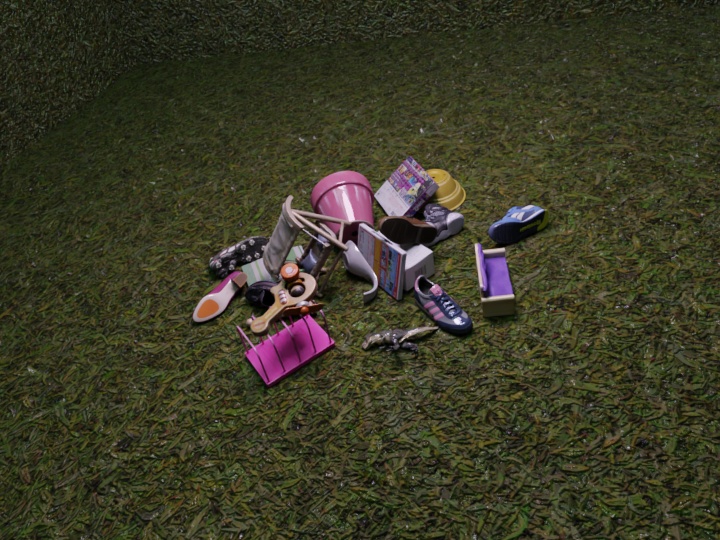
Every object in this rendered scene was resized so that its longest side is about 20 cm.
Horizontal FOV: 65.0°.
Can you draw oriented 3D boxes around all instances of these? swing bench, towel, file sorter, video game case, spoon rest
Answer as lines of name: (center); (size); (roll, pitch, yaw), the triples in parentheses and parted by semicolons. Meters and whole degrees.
swing bench: (-0.155, -0.063, 1.560); (0.198, 0.200, 0.131); (21, 37, -13)
towel: (-0.253, -0.005, 1.718); (0.198, 0.024, 0.153); (-23, 39, -9)
file sorter: (-0.191, 0.160, 1.417); (0.199, 0.127, 0.139); (-30, 42, -20)
video game case: (0.144, -0.255, 1.823); (0.182, 0.036, 0.201); (-48, 38, 13)
spoon rest: (0.000, 0.000, 1.596); (0.060, 0.100, 0.201); (-14, 52, -15)
video game case: (0.054, -0.026, 1.561); (0.017, 0.145, 0.200); (-16, 35, -31)

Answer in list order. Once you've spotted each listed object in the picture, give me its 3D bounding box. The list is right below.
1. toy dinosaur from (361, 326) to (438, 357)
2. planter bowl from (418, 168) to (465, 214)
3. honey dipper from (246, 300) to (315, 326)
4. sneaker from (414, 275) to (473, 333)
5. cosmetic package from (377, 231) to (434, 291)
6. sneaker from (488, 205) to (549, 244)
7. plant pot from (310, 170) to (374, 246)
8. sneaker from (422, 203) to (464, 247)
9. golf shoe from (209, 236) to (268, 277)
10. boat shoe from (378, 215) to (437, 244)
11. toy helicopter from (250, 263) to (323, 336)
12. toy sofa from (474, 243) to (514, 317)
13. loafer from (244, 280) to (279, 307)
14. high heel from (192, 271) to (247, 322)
toy dinosaur: (0.100, 0.173, 1.387); (0.197, 0.048, 0.089); (-9, 32, 0)
planter bowl: (0.243, -0.275, 1.854); (0.197, 0.084, 0.202); (-8, 38, 6)
honey dipper: (-0.217, 0.123, 1.544); (0.197, 0.038, 0.038); (-15, 38, 2)
sneaker: (0.203, 0.084, 1.432); (0.070, 0.083, 0.199); (-32, 43, -23)
cosmetic package: (0.106, -0.039, 1.608); (0.112, 0.082, 0.199); (-31, 43, -24)
sneaker: (0.448, -0.137, 1.643); (0.198, 0.075, 0.082); (-18, 37, -18)
plant pot: (-0.041, -0.173, 1.741); (0.197, 0.201, 0.181); (-16, 53, -4)
sneaker: (0.207, -0.138, 1.710); (0.198, 0.076, 0.114); (-21, 38, -19)
golf shoe: (-0.386, -0.059, 1.780); (0.198, 0.078, 0.088); (-29, 34, -20)
boat shoe: (0.118, -0.114, 1.557); (0.198, 0.073, 0.068); (11, 20, -39)
toy helicopter: (-0.180, 0.088, 1.362); (0.132, 0.079, 0.200); (33, 66, 29)
toy sofa: (0.346, 0.017, 1.462); (0.082, 0.099, 0.201); (-5, 39, 10)
loafer: (-0.249, 0.071, 1.564); (0.198, 0.073, 0.063); (-1, 27, 30)
high heel: (-0.414, 0.076, 1.651); (0.201, 0.067, 0.096); (-50, 15, -19)
